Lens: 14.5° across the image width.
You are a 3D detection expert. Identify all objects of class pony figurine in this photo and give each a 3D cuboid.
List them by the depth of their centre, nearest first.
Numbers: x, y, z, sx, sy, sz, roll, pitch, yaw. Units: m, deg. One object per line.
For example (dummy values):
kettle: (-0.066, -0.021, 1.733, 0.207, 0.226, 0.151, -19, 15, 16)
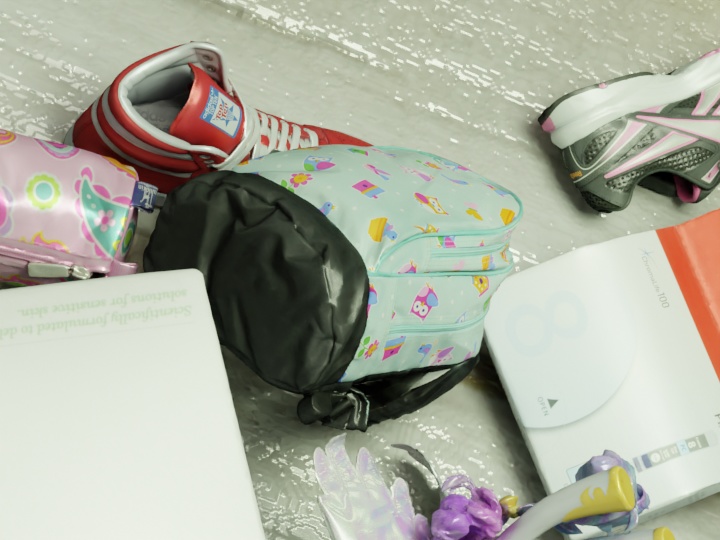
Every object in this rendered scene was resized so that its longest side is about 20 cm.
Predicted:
pony figurine: (0.069, 0.171, 1.539, 0.167, 0.200, 0.193, 7, 66, -63)

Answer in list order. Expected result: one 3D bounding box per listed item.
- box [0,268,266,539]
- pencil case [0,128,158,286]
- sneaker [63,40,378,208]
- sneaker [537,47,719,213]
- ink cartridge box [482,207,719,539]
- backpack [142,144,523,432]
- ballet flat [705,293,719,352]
box: (-0.173, 0.127, 1.469, 0.199, 0.171, 0.200, -6, 72, -23)
pencil case: (-0.219, -0.038, 1.566, 0.200, 0.087, 0.088, 15, 65, -13)
sneaker: (-0.061, -0.074, 1.623, 0.200, 0.112, 0.071, 6, 68, -18)
sneaker: (0.209, -0.087, 1.760, 0.200, 0.080, 0.086, -17, 88, -17)
ink cartridge box: (0.184, 0.052, 1.655, 0.200, 0.047, 0.160, -23, 76, 4)
backpack: (0.000, 0.000, 1.573, 0.167, 0.127, 0.200, 40, 27, 32)
ballet flat: (0.246, 0.035, 1.719, 0.200, 0.073, 0.073, 4, 68, -18)
